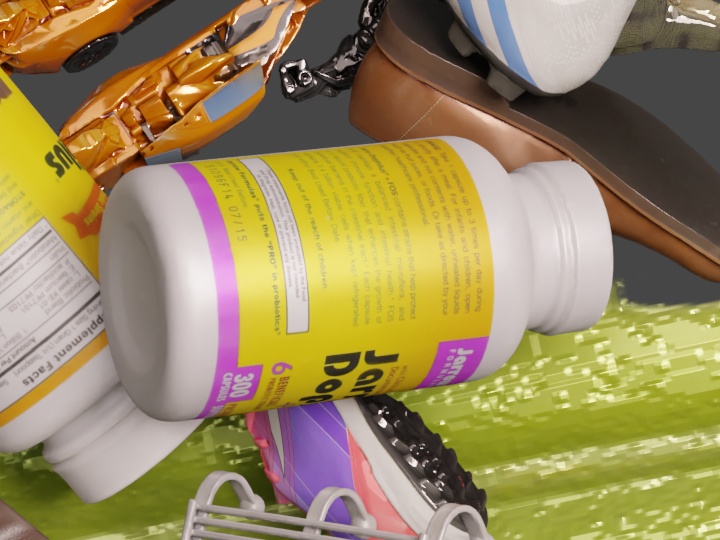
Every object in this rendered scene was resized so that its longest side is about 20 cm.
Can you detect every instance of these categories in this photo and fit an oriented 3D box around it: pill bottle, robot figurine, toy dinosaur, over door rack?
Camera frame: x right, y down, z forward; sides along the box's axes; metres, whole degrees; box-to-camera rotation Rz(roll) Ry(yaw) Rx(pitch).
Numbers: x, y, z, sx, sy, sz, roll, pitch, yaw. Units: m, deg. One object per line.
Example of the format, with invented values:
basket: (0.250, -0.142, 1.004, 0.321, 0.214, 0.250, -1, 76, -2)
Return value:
pill bottle: (0.000, 0.000, 1.236, 0.199, 0.104, 0.105, -7, 75, -22)
robot figurine: (-0.068, -0.124, 1.355, 0.200, 0.058, 0.145, -34, 79, -3)
toy dinosaur: (0.123, -0.132, 1.348, 0.199, 0.047, 0.088, 5, 92, 6)
pill bottle: (-0.152, 0.001, 1.289, 0.109, 0.109, 0.200, -40, 100, -5)
over door rack: (-0.032, 0.186, 1.223, 0.147, 0.067, 0.201, 4, 66, 43)

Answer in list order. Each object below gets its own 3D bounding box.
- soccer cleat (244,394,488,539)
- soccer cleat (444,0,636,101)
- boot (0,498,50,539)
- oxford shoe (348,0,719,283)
soccer cleat: (-0.028, 0.058, 1.310, 0.073, 0.068, 0.200, -46, 70, 20)
soccer cleat: (0.039, -0.163, 1.288, 0.200, 0.070, 0.086, 44, 119, 7)
boot: (-0.230, 0.135, 1.308, 0.200, 0.064, 0.187, -28, 88, 1)
oxford shoe: (0.086, -0.044, 1.329, 0.200, 0.071, 0.071, 30, 119, 3)
